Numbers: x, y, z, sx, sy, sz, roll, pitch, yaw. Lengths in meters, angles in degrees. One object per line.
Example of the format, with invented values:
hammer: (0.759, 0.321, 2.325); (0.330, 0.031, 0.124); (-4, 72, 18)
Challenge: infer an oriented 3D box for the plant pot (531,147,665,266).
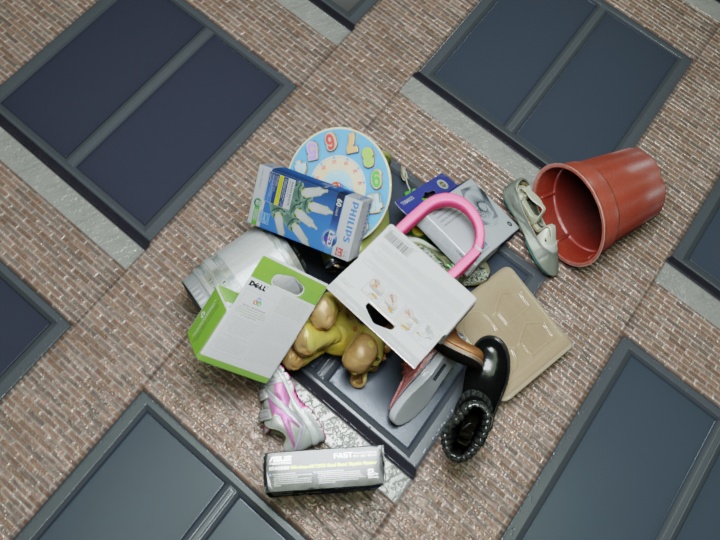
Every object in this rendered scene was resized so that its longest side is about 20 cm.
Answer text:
plant pot: (0.471, -0.138, 1.365); (0.191, 0.202, 0.204); (-21, 72, -21)

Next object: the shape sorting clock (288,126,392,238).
shape sorting clock: (-0.040, -0.145, 1.214); (0.194, 0.039, 0.207); (2, 97, 16)

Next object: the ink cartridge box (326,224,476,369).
ink cartridge box: (0.066, 0.046, 1.164); (0.199, 0.045, 0.176); (41, 64, 14)

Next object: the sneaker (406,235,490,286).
sneaker: (0.156, 0.000, 1.313); (0.194, 0.079, 0.089); (12, 25, -12)

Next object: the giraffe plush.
giraffe plush: (-0.028, 0.126, 1.255); (0.161, 0.173, 0.201); (39, 36, 0)

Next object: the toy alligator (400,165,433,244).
toy alligator: (0.117, -0.118, 1.389); (0.052, 0.060, 0.206); (-4, 70, -6)

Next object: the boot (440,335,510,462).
boot: (0.200, 0.214, 1.190); (0.077, 0.157, 0.218); (11, 85, 19)

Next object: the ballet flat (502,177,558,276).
ballet flat: (0.345, -0.088, 1.371); (0.066, 0.063, 0.204); (-17, 75, -43)

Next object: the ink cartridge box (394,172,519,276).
ink cartridge box: (0.190, -0.107, 1.355); (0.200, 0.041, 0.198); (44, 43, 11)

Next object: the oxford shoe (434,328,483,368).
oxford shoe: (0.140, 0.101, 1.215); (0.198, 0.072, 0.072); (31, 75, 35)

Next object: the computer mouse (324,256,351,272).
computer mouse: (0.000, 0.000, 1.246); (0.058, 0.198, 0.035); (-25, 75, 31)

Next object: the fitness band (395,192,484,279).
fitness band: (0.132, -0.047, 1.249); (0.199, 0.038, 0.144); (-41, 78, -8)

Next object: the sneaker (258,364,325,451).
sneaker: (-0.146, 0.235, 1.224); (0.087, 0.082, 0.201); (-34, 73, -15)

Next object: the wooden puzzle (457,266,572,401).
wooden puzzle: (0.270, 0.120, 1.323); (0.183, 0.047, 0.201); (-33, 71, -16)

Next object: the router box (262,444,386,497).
router box: (-0.060, 0.333, 1.156); (0.193, 0.150, 0.064); (-3, 69, -5)

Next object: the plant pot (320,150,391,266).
plant pot: (-0.019, -0.103, 1.318); (0.194, 0.200, 0.190); (-11, 82, -8)

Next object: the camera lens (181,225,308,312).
camera lens: (-0.199, 0.025, 1.257); (0.198, 0.161, 0.161); (-35, 75, -15)

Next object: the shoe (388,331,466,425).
shoe: (0.101, 0.177, 1.277); (0.090, 0.071, 0.201); (35, 85, 38)

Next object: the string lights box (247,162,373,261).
string lights box: (-0.086, -0.101, 1.184); (0.195, 0.059, 0.106); (21, 106, 17)

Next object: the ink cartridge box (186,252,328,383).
ink cartridge box: (-0.166, 0.066, 1.139); (0.202, 0.146, 0.076); (-56, 39, 10)
